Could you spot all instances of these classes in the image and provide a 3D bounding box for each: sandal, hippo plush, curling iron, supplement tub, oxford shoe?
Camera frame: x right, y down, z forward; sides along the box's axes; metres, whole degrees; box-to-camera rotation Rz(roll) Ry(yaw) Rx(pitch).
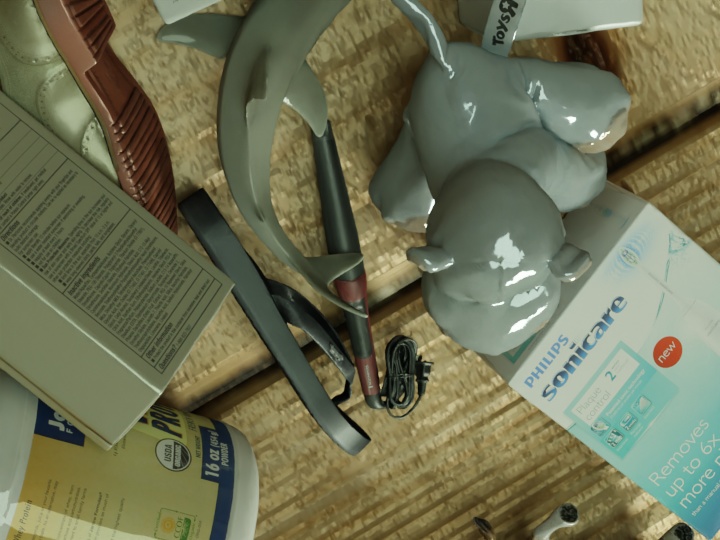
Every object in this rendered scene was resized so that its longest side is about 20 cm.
[{"bbox_3d":[-0.042,0.033,0.949,0.043,0.076,0.201,-33,112,-5],"label":"sandal"},{"bbox_3d":[0.093,-0.046,0.887,0.158,0.162,0.201,-4,140,-8],"label":"hippo plush"},{"bbox_3d":[0.000,0.000,0.982,0.049,0.025,0.202,-28,108,-30],"label":"curling iron"},{"bbox_3d":[-0.174,0.137,0.903,0.199,0.144,0.146,18,100,-21],"label":"supplement tub"},{"bbox_3d":[-0.163,-0.085,0.895,0.073,0.071,0.201,-14,112,14],"label":"oxford shoe"}]

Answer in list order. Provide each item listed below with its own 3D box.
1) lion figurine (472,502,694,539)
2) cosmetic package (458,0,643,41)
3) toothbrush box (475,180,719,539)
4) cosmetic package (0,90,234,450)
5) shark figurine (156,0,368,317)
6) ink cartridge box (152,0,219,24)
[{"bbox_3d":[0.157,0.220,1.068,0.198,0.073,0.123,16,142,-5],"label":"lion figurine"},{"bbox_3d":[0.109,-0.245,0.918,0.101,0.074,0.202,-8,109,-14],"label":"cosmetic package"},{"bbox_3d":[0.195,0.058,1.023,0.200,0.085,0.147,38,92,-21],"label":"toothbrush box"},{"bbox_3d":[-0.180,-0.008,0.849,0.200,0.104,0.073,40,132,-7],"label":"cosmetic package"},{"bbox_3d":[-0.051,-0.081,0.896,0.127,0.089,0.217,-1,94,-12],"label":"shark figurine"},{"bbox_3d":[-0.045,-0.245,0.836,0.199,0.083,0.147,-23,110,10],"label":"ink cartridge box"}]
